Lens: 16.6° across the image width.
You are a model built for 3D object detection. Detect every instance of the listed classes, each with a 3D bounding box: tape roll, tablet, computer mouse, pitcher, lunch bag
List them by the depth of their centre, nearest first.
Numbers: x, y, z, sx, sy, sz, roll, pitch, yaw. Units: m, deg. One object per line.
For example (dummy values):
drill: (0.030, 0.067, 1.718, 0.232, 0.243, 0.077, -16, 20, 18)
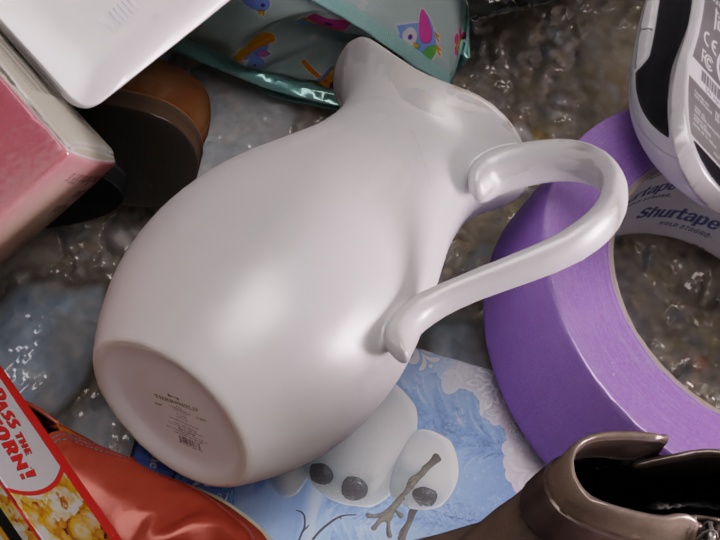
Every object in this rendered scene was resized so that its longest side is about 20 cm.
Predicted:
pitcher: (0.000, 0.000, 1.020, 0.171, 0.122, 0.200, 14, 48, 38)
tablet: (-0.089, -0.169, 1.036, 0.130, 0.014, 0.200, 47, 63, 2)
tape roll: (0.158, 0.025, 1.107, 0.199, 0.066, 0.201, 12, 57, -19)
computer mouse: (0.149, -0.110, 1.110, 0.110, 0.044, 0.201, 43, 46, -38)
lunch bag: (-0.031, -0.177, 1.144, 0.199, 0.122, 0.171, 21, 64, -23)

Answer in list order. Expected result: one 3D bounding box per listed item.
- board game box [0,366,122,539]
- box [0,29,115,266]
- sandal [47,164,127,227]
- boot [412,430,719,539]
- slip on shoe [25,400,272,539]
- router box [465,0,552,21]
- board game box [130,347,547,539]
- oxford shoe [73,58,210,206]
board game box: (-0.160, 0.143, 0.981, 0.200, 0.151, 0.046, 54, 26, 12)
box: (-0.212, -0.020, 0.987, 0.200, 0.128, 0.109, -42, 89, 3)
sandal: (-0.203, -0.032, 1.083, 0.199, 0.075, 0.048, 4, 65, 0)
boot: (0.069, 0.112, 0.987, 0.199, 0.146, 0.070, -4, 62, -17)
slip on shoe: (-0.119, 0.098, 1.012, 0.199, 0.061, 0.074, 24, 70, 25)
router box: (0.097, -0.228, 1.158, 0.200, 0.062, 0.150, -41, 114, -43)
board game box: (-0.010, 0.125, 1.071, 0.198, 0.043, 0.201, 16, 66, -6)
oxford shoe: (-0.164, -0.088, 1.125, 0.199, 0.071, 0.071, 19, 38, -3)
